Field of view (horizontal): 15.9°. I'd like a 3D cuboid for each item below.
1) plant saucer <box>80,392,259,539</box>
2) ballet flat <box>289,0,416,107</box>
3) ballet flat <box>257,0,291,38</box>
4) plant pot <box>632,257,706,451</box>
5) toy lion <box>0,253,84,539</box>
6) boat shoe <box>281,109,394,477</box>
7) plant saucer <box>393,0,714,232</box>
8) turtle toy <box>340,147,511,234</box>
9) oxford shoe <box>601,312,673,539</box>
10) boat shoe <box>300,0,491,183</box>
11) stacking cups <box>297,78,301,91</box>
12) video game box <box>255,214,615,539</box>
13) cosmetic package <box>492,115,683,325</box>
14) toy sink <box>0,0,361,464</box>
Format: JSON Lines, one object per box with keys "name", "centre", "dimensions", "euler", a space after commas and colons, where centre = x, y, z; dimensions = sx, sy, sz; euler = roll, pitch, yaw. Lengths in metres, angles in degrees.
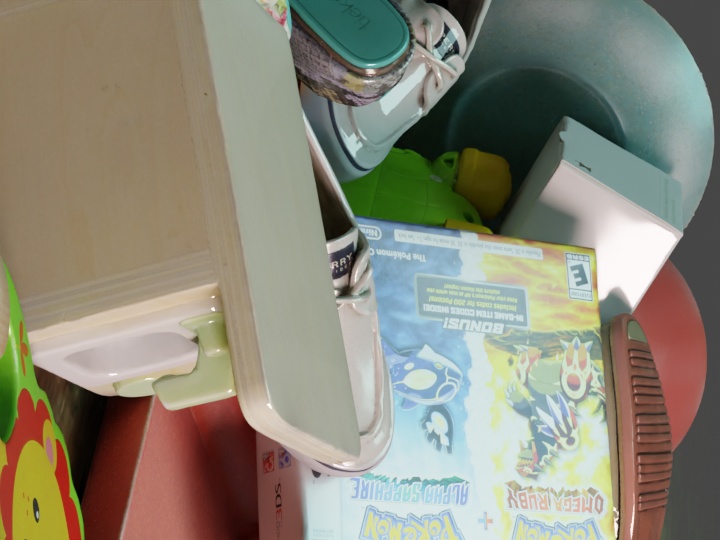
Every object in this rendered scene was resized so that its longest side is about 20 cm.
{"name": "plant saucer", "centre": [-0.081, 0.125, 1.191], "dimensions": [0.201, 0.037, 0.200], "euler": [-80, 159, -47]}
{"name": "ballet flat", "centre": [-0.050, -0.158, 1.294], "dimensions": [0.201, 0.072, 0.072], "euler": [51, 7, 14]}
{"name": "ballet flat", "centre": [-0.096, -0.182, 1.194], "dimensions": [0.064, 0.075, 0.201], "euler": [-23, 91, -50]}
{"name": "plant pot", "centre": [0.123, 0.062, 1.784], "dimensions": [0.177, 0.199, 0.202], "euler": [-5, 89, -66]}
{"name": "toy lion", "centre": [-0.137, 0.086, 0.947], "dimensions": [0.192, 0.068, 0.201], "euler": [-7, 90, -83]}
{"name": "boat shoe", "centre": [-0.026, 0.000, 1.198], "dimensions": [0.070, 0.071, 0.201], "euler": [-14, -86, 63]}
{"name": "plant saucer", "centre": [0.105, -0.076, 1.507], "dimensions": [0.039, 0.200, 0.202], "euler": [-54, 136, -64]}
{"name": "turtle toy", "centre": [0.000, 0.000, 1.414], "dimensions": [0.200, 0.145, 0.101], "euler": [-75, 176, -55]}
{"name": "oxford shoe", "centre": [0.125, 0.123, 1.377], "dimensions": [0.071, 0.073, 0.201], "euler": [18, 72, -63]}
{"name": "boat shoe", "centre": [0.027, -0.119, 1.417], "dimensions": [0.072, 0.065, 0.200], "euler": [63, 32, -20]}
{"name": "stacking cups", "centre": [-0.060, -0.100, 1.333], "dimensions": [0.200, 0.060, 0.061], "euler": [-16, 100, -77]}
{"name": "video game box", "centre": [0.037, 0.069, 1.298], "dimensions": [0.199, 0.047, 0.183], "euler": [6, 76, -34]}
{"name": "cosmetic package", "centre": [0.096, 0.025, 1.456], "dimensions": [0.200, 0.085, 0.108], "euler": [-58, -177, 20]}
{"name": "toy sink", "centre": [-0.084, -0.013, 1.062], "dimensions": [0.130, 0.111, 0.201], "euler": [35, 43, -70]}
